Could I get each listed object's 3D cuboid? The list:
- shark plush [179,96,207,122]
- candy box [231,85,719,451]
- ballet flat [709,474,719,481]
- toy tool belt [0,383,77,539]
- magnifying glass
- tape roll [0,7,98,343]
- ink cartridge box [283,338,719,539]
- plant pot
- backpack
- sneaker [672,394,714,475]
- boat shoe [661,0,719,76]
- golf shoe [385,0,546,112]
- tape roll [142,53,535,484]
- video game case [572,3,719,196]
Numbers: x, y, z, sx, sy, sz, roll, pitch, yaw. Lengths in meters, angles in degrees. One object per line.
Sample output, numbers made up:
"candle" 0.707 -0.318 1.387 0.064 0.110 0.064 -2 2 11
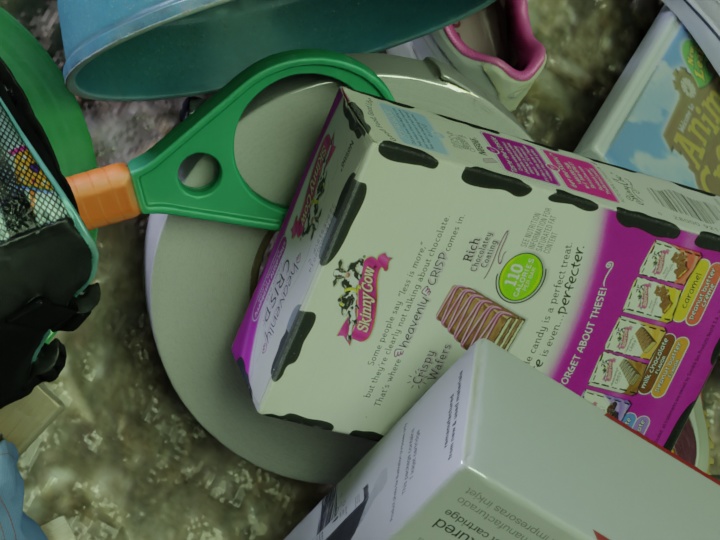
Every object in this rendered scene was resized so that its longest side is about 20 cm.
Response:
"shark plush" 0.013 -0.055 1.247 0.199 0.083 0.091 30 65 -15
"candy box" 0.060 0.013 1.160 0.199 0.061 0.137 15 113 -24
"ballet flat" 0.093 0.131 1.221 0.198 0.064 0.068 -12 86 5
"toy tool belt" -0.149 0.153 1.119 0.122 0.125 0.201 -25 94 -18
"magnifying glass" -0.078 -0.042 1.144 0.199 0.022 0.080 -17 114 -7
"tape roll" -0.215 -0.033 1.154 0.199 0.048 0.202 4 81 -25
"ink cartridge box" 0.049 0.147 1.144 0.144 0.200 0.084 31 38 -15
"plant pot" -0.051 -0.191 1.132 0.199 0.200 0.189 -11 83 -26
"backpack" -0.208 -0.041 1.035 0.152 0.176 0.201 -18 76 -21
"sneaker" 0.122 0.052 1.293 0.090 0.075 0.201 18 66 -25
"boat shoe" 0.178 -0.161 1.309 0.071 0.070 0.200 -23 70 -41
"golf shoe" 0.037 -0.166 1.272 0.075 0.091 0.201 -23 91 -25
"tape roll" 0.000 0.000 1.205 0.201 0.037 0.204 -4 111 -10
"video game case" 0.203 -0.049 1.330 0.182 0.022 0.200 47 44 -12
